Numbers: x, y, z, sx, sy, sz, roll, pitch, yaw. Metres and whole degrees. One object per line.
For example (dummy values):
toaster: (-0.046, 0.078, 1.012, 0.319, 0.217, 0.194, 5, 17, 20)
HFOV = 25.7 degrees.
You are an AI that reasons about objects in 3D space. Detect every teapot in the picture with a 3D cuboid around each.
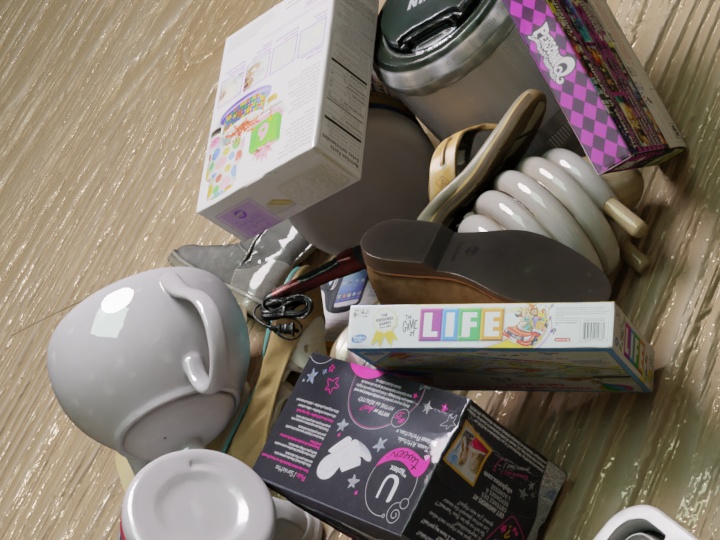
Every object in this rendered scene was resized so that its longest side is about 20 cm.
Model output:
teapot: (-0.173, 0.100, 1.397, 0.196, 0.200, 0.147, -32, 64, 9)

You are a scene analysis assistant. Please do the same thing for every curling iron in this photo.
curling iron: (0.000, 0.000, 1.350, 0.199, 0.026, 0.050, -29, 66, 0)

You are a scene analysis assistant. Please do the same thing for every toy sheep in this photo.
toy sheep: (0.146, -0.022, 1.264, 0.199, 0.139, 0.138, -36, 32, -13)

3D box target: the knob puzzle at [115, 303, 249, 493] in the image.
knob puzzle: (-0.167, 0.153, 1.518, 0.219, 0.030, 0.221, -31, 44, 36)

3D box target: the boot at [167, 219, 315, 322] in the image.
boot: (-0.088, -0.054, 1.599, 0.181, 0.072, 0.201, 26, 83, 40)

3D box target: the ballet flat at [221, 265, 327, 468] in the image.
ballet flat: (-0.061, 0.097, 1.400, 0.063, 0.069, 0.202, 24, 101, 20)

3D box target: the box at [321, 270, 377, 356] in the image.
box: (0.022, 0.006, 1.451, 0.118, 0.041, 0.201, 1, 56, 48)

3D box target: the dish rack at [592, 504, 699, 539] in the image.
dish rack: (0.175, 0.268, 1.027, 0.200, 0.044, 0.171, -50, 35, -2)

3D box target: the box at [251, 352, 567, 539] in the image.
box: (0.034, 0.158, 1.209, 0.199, 0.132, 0.115, 13, 70, 53)

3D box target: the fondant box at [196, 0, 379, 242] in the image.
fondant box: (-0.060, -0.141, 1.340, 0.144, 0.058, 0.201, -26, 44, 37)

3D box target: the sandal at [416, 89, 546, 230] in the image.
sandal: (0.076, -0.076, 1.296, 0.054, 0.080, 0.200, 44, 100, 13)

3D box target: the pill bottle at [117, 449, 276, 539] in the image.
pill bottle: (-0.138, 0.247, 1.254, 0.201, 0.118, 0.120, 105, 169, -45)

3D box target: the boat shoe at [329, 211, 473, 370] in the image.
boat shoe: (0.060, 0.032, 1.345, 0.200, 0.072, 0.065, -43, 42, -21)

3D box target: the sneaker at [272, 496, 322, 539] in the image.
sneaker: (-0.132, 0.228, 1.361, 0.199, 0.088, 0.076, -23, 43, 32)

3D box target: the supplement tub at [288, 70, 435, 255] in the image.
supplement tub: (-0.021, -0.123, 1.456, 0.144, 0.145, 0.201, -40, 37, 11)

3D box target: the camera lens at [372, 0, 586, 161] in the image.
camera lens: (0.118, -0.177, 1.378, 0.159, 0.200, 0.161, -28, 39, 26)

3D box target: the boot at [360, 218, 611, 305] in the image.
boot: (0.097, 0.016, 1.200, 0.198, 0.076, 0.074, 12, 41, 26)

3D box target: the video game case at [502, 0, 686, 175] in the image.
video game case: (0.178, -0.172, 1.250, 0.036, 0.201, 0.181, -31, -7, 24)

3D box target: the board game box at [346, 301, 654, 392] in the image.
board game box: (0.106, 0.059, 1.169, 0.198, 0.134, 0.035, -1, 72, 22)
